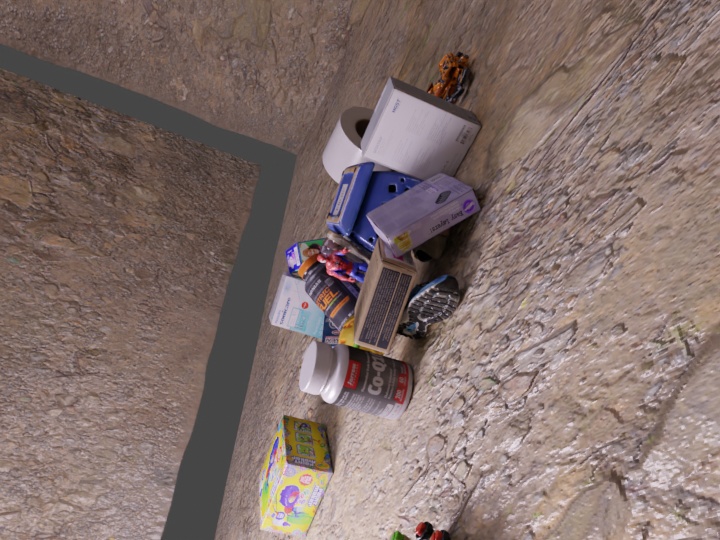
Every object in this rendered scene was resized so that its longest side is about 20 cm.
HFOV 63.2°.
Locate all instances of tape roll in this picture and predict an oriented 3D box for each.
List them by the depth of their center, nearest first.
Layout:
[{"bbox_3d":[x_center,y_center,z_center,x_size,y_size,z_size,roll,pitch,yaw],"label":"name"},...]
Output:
[{"bbox_3d":[0.008,-0.336,1.638,0.140,0.200,0.205,124,157,-45],"label":"tape roll"}]

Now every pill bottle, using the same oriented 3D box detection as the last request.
[{"bbox_3d":[-0.009,0.207,1.122,0.114,0.197,0.116,-162,90,-74],"label":"pill bottle"},{"bbox_3d":[-0.063,0.052,1.409,0.106,0.200,0.106,-40,-15,-13],"label":"pill bottle"}]

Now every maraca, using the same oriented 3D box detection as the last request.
[{"bbox_3d":[0.015,0.139,1.297,0.200,0.106,0.139,-55,-15,-52],"label":"maraca"}]

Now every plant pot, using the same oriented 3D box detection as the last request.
[{"bbox_3d":[0.031,-0.147,1.392,0.203,0.177,0.200,-70,18,1],"label":"plant pot"}]

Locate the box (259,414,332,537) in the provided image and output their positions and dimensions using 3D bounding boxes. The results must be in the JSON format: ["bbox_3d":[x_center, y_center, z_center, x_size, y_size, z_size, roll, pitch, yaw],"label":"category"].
[{"bbox_3d":[-0.167,0.514,1.474,0.193,0.120,0.203,-117,47,-66],"label":"box"}]

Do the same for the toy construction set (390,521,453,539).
[{"bbox_3d":[0.084,0.416,0.785,0.132,0.092,0.199,-52,18,-19],"label":"toy construction set"}]

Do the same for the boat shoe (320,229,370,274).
[{"bbox_3d":[-0.019,-0.022,1.397,0.065,0.199,0.072,-51,38,1],"label":"boat shoe"}]

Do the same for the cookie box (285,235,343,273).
[{"bbox_3d":[-0.101,-0.050,1.693,0.171,0.197,0.077,161,98,-71],"label":"cookie box"}]

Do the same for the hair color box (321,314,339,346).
[{"bbox_3d":[-0.067,0.147,1.572,0.101,0.059,0.202,87,-175,-49],"label":"hair color box"}]

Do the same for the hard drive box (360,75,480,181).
[{"bbox_3d":[0.120,-0.279,1.203,0.077,0.197,0.157,-96,30,-55],"label":"hard drive box"}]

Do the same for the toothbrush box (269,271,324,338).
[{"bbox_3d":[-0.151,0.106,1.707,0.085,0.197,0.149,-149,79,-74],"label":"toothbrush box"}]

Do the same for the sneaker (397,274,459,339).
[{"bbox_3d":[0.118,0.051,1.087,0.200,0.077,0.091,132,154,-55],"label":"sneaker"}]

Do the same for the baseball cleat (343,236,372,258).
[{"bbox_3d":[-0.007,-0.043,1.543,0.070,0.106,0.201,-42,27,15],"label":"baseball cleat"}]

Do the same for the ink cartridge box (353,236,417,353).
[{"bbox_3d":[0.044,0.042,1.130,0.200,0.074,0.167,-87,16,-74],"label":"ink cartridge box"}]

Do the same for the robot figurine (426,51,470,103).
[{"bbox_3d":[0.189,-0.411,1.361,0.146,0.057,0.201,-94,26,-51],"label":"robot figurine"}]

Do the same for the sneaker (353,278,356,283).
[{"bbox_3d":[-0.054,0.069,1.502,0.067,0.088,0.204,158,106,-76],"label":"sneaker"}]

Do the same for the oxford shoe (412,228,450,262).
[{"bbox_3d":[0.118,-0.057,1.214,0.200,0.070,0.075,-176,98,-75],"label":"oxford shoe"}]

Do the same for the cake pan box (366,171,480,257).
[{"bbox_3d":[0.114,-0.115,1.135,0.182,0.053,0.200,-28,21,-2],"label":"cake pan box"}]

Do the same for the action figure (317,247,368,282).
[{"bbox_3d":[0.000,0.000,1.311,0.099,0.197,0.066,-178,105,-72],"label":"action figure"}]
